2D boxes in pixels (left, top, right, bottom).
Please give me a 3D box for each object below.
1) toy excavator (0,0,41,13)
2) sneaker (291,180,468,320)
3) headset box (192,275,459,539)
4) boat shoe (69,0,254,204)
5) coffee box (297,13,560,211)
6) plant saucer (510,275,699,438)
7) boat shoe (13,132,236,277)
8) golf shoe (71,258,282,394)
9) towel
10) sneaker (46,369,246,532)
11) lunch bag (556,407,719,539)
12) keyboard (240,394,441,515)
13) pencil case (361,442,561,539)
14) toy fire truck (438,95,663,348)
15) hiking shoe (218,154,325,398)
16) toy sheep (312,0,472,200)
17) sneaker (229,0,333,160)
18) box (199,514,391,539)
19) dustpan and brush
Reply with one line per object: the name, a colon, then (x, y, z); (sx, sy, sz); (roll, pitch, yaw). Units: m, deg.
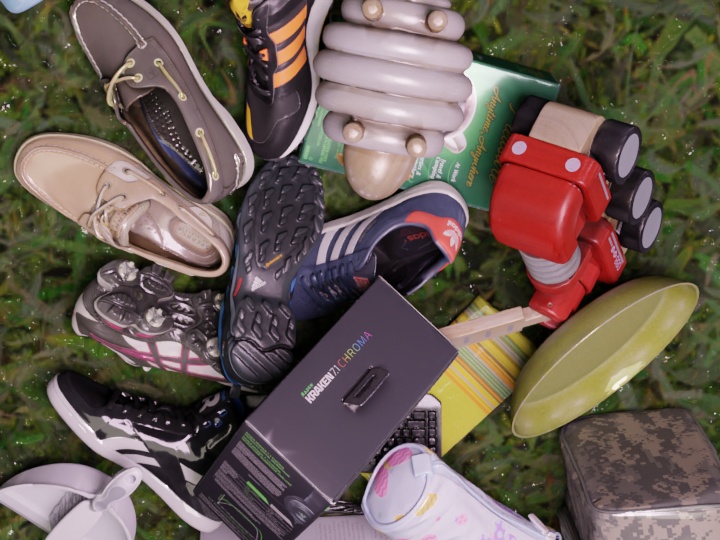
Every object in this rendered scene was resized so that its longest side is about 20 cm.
toy excavator: (-0.275, -0.233, 1.033); (0.199, 0.194, 0.101); (-38, 111, -19)
sneaker: (0.000, 0.000, 1.134); (0.199, 0.085, 0.075); (-31, 119, 26)
headset box: (-0.029, 0.121, 1.093); (0.093, 0.174, 0.200); (42, 147, 3)
boat shoe: (-0.165, -0.141, 1.082); (0.072, 0.060, 0.202); (-36, 95, 34)
coffee box: (0.055, -0.127, 1.132); (0.197, 0.044, 0.125); (12, 109, -8)
plant saucer: (0.202, 0.068, 1.163); (0.200, 0.200, 0.031); (-41, 66, 10)
boat shoe: (-0.196, -0.052, 1.130); (0.198, 0.065, 0.073); (27, 106, -11)
golf shoe: (-0.153, 0.056, 1.180); (0.198, 0.078, 0.088); (28, 142, -25)
towel: (0.069, 0.117, 1.238); (0.086, 0.018, 0.200); (43, 103, -11)
sneaker: (-0.168, 0.128, 1.194); (0.200, 0.073, 0.112); (41, 101, -14)
lunch bag: (0.252, 0.238, 1.196); (0.137, 0.200, 0.170); (-8, 110, 0)
keyboard: (-0.024, 0.174, 1.238); (0.197, 0.021, 0.129); (-1, 107, 2)
pencil case: (0.094, 0.230, 1.217); (0.199, 0.084, 0.090); (35, 137, -31)
toy fire truck: (0.135, -0.016, 1.085); (0.202, 0.127, 0.176); (-60, 150, -15)
hiking shoe: (-0.085, 0.000, 1.131); (0.074, 0.087, 0.203); (20, 69, -19)
toy sheep: (0.026, -0.153, 1.028); (0.136, 0.138, 0.203); (12, 99, -8)
sneaker: (-0.074, -0.187, 1.067); (0.089, 0.070, 0.203); (-2, 113, -47)
box: (-0.049, 0.320, 1.255); (0.197, 0.107, 0.155); (-1, 111, -4)
dustpan and brush: (-0.236, 0.206, 1.188); (0.139, 0.058, 0.200); (36, 126, -14)
